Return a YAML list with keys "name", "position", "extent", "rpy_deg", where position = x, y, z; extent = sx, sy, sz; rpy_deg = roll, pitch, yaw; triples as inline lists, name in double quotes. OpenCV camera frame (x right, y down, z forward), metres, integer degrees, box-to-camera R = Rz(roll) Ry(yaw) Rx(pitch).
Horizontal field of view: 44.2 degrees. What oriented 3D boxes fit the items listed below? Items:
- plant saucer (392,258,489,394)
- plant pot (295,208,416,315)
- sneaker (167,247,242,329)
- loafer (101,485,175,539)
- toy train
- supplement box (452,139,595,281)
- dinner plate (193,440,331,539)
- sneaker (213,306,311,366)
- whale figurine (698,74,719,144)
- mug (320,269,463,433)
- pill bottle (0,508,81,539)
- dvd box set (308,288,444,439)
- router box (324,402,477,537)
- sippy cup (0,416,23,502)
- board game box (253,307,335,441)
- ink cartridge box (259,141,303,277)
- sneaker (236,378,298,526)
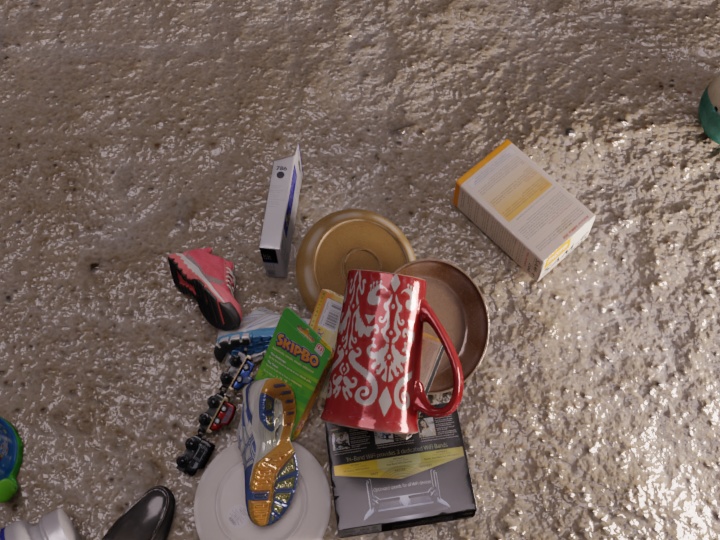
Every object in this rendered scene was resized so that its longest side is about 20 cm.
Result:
- name: "plant saucer"
  position: [0.101, 0.084, 1.336]
  extent: [0.198, 0.037, 0.204]
  rpy_deg: [2, 84, -22]
- name: "plant pot"
  position: [0.000, 0.000, 1.350]
  extent: [0.197, 0.027, 0.203]
  rpy_deg: [4, 76, -17]
- name: "sneaker"
  position: [-0.223, 0.015, 1.372]
  extent: [0.086, 0.075, 0.200]
  rpy_deg: [-26, 42, -25]
- name: "loafer"
  position: [-0.324, 0.383, 1.213]
  extent: [0.072, 0.073, 0.201]
  rpy_deg: [24, 66, 14]
- name: "toy train"
  position: [-0.206, 0.207, 1.298]
  extent: [0.045, 0.034, 0.202]
  rpy_deg: [27, 83, 2]
- name: "supplement box"
  position: [0.263, -0.099, 1.441]
  extent: [0.126, 0.074, 0.200]
  rpy_deg: [-38, 68, -17]
- name: "dinner plate"
  position: [-0.141, 0.331, 1.264]
  extent: [0.197, 0.024, 0.203]
  rpy_deg: [-1, 64, 2]
- name: "sneaker"
  position: [-0.126, 0.088, 1.361]
  extent: [0.197, 0.076, 0.087]
  rpy_deg: [-1, 43, -8]
- name: "whale figurine"
  position: [0.665, -0.269, 1.520]
  extent: [0.198, 0.104, 0.161]
  rpy_deg: [-8, 60, -31]
- name: "mug"
  position: [0.044, 0.109, 1.187]
  extent: [0.175, 0.133, 0.203]
  rpy_deg: [8, 85, -10]
- name: "pill bottle"
  position: [-0.475, 0.407, 1.183]
  extent: [0.198, 0.112, 0.113]
  rpy_deg: [-29, 66, -14]
- name: "dvd box set"
  position: [0.008, 0.131, 1.267]
  extent: [0.198, 0.029, 0.148]
  rpy_deg: [22, 95, 19]
- name: "router box"
  position: [0.055, 0.283, 1.266]
  extent: [0.197, 0.052, 0.159]
  rpy_deg: [-7, 63, -2]
- name: "sippy cup"
  position: [-0.566, 0.251, 1.251]
  extent: [0.175, 0.131, 0.141]
  rpy_deg: [3, 63, 3]
- name: "board game box"
  position: [-0.099, 0.148, 1.266]
  extent: [0.095, 0.201, 0.030]
  rpy_deg: [40, 40, 19]
- name: "ink cartridge box"
  position: [-0.127, -0.100, 1.435]
  extent: [0.039, 0.100, 0.203]
  rpy_deg: [5, 63, 5]
- name: "sneaker"
  position: [-0.137, 0.255, 1.257]
  extent: [0.075, 0.088, 0.203]
  rpy_deg: [12, 78, -37]
